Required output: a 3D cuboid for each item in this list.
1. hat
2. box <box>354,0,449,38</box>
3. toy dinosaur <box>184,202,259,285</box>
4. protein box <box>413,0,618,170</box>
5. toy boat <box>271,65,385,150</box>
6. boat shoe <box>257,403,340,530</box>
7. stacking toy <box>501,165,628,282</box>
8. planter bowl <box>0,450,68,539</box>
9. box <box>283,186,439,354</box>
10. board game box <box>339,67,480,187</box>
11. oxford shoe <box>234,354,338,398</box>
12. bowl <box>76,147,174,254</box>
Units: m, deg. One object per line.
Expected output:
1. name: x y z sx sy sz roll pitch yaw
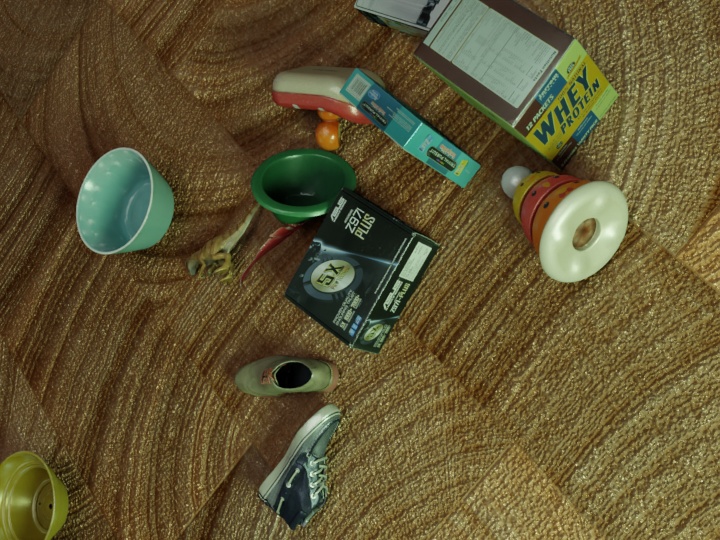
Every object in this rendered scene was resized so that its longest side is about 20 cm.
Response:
1. hat: -0.104 -0.088 1.513 0.197 0.177 0.167 3 46 4
2. box: 0.098 -0.445 1.445 0.199 0.060 0.118 29 95 33
3. toy dinosaur: -0.244 -0.040 1.569 0.199 0.060 0.107 -32 62 22
4. protein box: 0.220 -0.274 1.246 0.200 0.198 0.136 44 103 31
5. toy boat: -0.049 -0.265 1.478 0.198 0.130 0.133 13 115 34
6. boat shoe: -0.072 0.309 1.381 0.093 0.074 0.201 43 110 25
7. stacking toy: 0.258 -0.089 1.240 0.147 0.145 0.200 -56 41 9
8. planter bowl: -0.611 0.445 1.675 0.198 0.083 0.203 -8 74 31
9. box: 0.000 0.000 1.390 0.163 0.086 0.202 35 98 34
10. board game box: 0.076 -0.208 1.320 0.047 0.199 0.151 -51 58 11
11. oxford shoe: -0.135 0.167 1.443 0.198 0.075 0.072 -10 74 30
12. bowl: -0.429 -0.120 1.678 0.199 0.105 0.204 -7 76 31
